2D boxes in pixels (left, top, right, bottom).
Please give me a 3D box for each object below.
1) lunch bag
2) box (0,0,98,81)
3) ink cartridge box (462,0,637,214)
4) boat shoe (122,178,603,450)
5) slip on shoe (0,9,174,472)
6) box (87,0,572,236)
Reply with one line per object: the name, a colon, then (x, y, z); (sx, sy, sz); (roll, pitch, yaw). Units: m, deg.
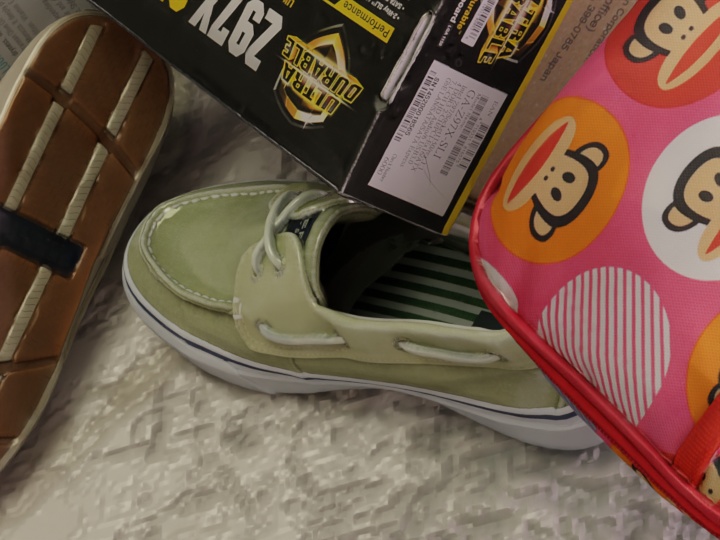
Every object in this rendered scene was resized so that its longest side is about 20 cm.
lunch bag: (0.139, -0.019, 0.708); (0.200, 0.082, 0.176); (-49, 49, 7)
box: (-0.084, -0.123, 1.013); (0.200, 0.082, 0.049); (-38, 44, -1)
ink cartridge box: (0.043, -0.131, 0.911); (0.165, 0.075, 0.200); (-56, 44, 15)
boat shoe: (0.000, 0.000, 0.879); (0.199, 0.062, 0.072); (11, 62, 38)
slip on shoe: (-0.128, 0.006, 0.960); (0.201, 0.076, 0.061); (-64, 11, -14)
box: (-0.007, -0.126, 0.871); (0.200, 0.049, 0.160); (37, 104, 47)
